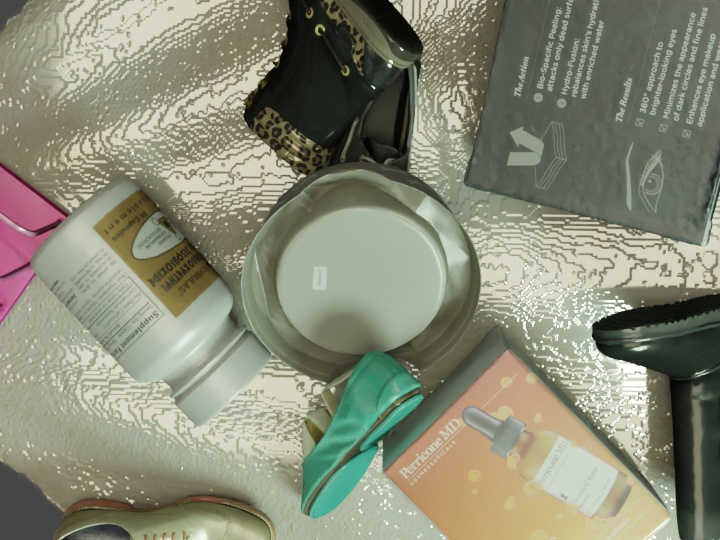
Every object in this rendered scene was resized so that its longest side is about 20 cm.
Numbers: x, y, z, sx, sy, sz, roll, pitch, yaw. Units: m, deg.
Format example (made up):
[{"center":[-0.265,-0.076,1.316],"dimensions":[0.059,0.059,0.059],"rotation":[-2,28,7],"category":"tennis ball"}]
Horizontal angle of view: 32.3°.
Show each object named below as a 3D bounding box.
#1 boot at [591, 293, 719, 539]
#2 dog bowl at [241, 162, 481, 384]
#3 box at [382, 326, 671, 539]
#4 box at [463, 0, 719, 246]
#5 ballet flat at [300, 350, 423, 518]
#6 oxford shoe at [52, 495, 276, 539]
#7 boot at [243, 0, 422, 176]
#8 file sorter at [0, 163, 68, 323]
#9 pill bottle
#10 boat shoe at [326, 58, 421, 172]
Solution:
[{"center":[0.273,0.132,1.060],"dimensions":[0.163,0.065,0.203],"rotation":[-8,100,-25],"category":"boot"},{"center":[0.000,0.000,1.045],"dimensions":[0.197,0.059,0.202],"rotation":[-1,120,-1],"category":"dog bowl"},{"center":[0.137,0.178,1.071],"dimensions":[0.200,0.106,0.152],"rotation":[45,96,-4],"category":"box"},{"center":[0.205,-0.145,0.995],"dimensions":[0.198,0.117,0.199],"rotation":[16,104,14],"category":"box"},{"center":[-0.012,0.135,1.069],"dimensions":[0.071,0.067,0.201],"rotation":[52,135,20],"category":"ballet flat"},{"center":[-0.175,0.244,1.103],"dimensions":[0.197,0.074,0.072],"rotation":[-3,97,2],"category":"oxford shoe"},{"center":[-0.051,-0.192,1.039],"dimensions":[0.200,0.073,0.151],"rotation":[49,119,22],"category":"boot"},{"center":[-0.369,0.000,1.052],"dimensions":[0.138,0.125,0.201],"rotation":[37,96,-4],"category":"file sorter"},{"center":[-0.173,0.029,1.056],"dimensions":[0.114,0.114,0.200],"rotation":[-42,95,6],"category":"pill bottle"},{"center":[0.009,-0.102,1.061],"dimensions":[0.072,0.063,0.202],"rotation":[12,97,0],"category":"boat shoe"}]
